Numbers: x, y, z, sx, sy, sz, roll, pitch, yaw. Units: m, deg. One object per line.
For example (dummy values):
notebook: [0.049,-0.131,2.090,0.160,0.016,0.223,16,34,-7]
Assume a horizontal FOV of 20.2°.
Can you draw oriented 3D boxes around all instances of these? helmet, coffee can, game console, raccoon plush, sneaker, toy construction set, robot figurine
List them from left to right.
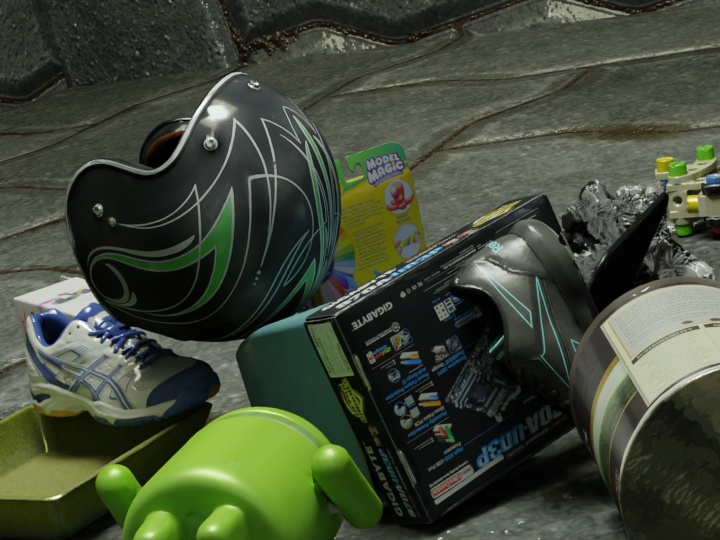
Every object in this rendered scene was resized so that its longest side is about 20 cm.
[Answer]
sneaker: [-0.200,0.071,1.610,0.200,0.088,0.075,0,16,37]
helmet: [-0.108,-0.046,1.551,0.191,0.200,0.200,-11,13,25]
robot figurine: [-0.077,0.158,1.282,0.175,0.116,0.200,-10,13,20]
game console: [0.154,0.022,1.637,0.176,0.116,0.200,-6,14,26]
sneaker: [0.134,0.066,1.355,0.079,0.200,0.075,-28,-13,-18]
raccoon plush: [0.273,-0.013,1.829,0.134,0.097,0.200,-7,36,-41]
coffee can: [0.211,0.097,1.209,0.146,0.146,0.200,-12,13,1]
toy construction set: [0.380,-0.087,1.964,0.200,0.092,0.131,-19,10,23]

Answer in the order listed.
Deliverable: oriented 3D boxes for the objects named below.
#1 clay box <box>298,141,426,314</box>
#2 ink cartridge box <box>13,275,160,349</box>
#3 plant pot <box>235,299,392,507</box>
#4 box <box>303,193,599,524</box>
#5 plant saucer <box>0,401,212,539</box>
clay box: [0.000,0.000,1.684,0.115,0.200,0.048,-20,15,-32]
ink cartridge box: [-0.244,0.074,1.785,0.068,0.115,0.200,-19,14,-27]
plant pot: [0.001,0.084,1.493,0.141,0.141,0.200,-20,5,-29]
box: [0.078,0.058,1.397,0.200,0.159,0.046,-30,10,-29]
plant saucer: [-0.242,0.159,1.577,0.200,0.048,0.200,-3,16,35]
